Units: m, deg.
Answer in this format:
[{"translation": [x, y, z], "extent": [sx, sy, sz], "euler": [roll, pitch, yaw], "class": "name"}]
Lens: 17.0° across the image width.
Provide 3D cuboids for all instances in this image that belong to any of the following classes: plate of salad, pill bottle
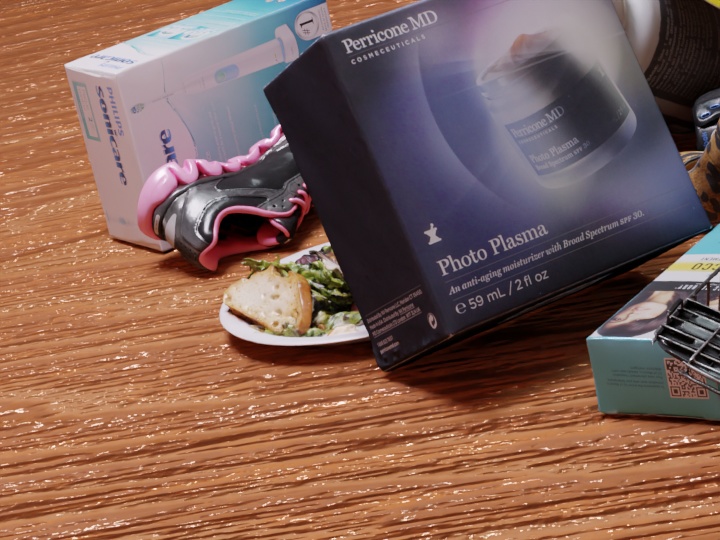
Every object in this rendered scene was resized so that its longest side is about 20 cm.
[{"translation": [0.000, 0.000, 1.621], "extent": [0.199, 0.048, 0.200], "euler": [-12, 19, 4], "class": "plate of salad"}, {"translation": [0.190, -0.168, 1.751], "extent": [0.113, 0.114, 0.200], "euler": [3, -4, 39], "class": "pill bottle"}]

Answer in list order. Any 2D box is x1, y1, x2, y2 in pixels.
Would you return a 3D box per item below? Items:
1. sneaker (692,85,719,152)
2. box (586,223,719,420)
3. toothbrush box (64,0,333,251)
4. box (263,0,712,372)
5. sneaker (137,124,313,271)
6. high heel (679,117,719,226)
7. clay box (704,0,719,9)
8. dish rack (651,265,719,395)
[{"translation": [0.295, -0.095, 1.676], "extent": [0.111, 0.073, 0.200], "euler": [-19, 12, -7], "class": "sneaker"}, {"translation": [0.217, 0.022, 1.417], "extent": [0.082, 0.049, 0.200], "euler": [1, 23, 35], "class": "box"}, {"translation": [-0.112, -0.120, 1.880], "extent": [0.200, 0.147, 0.085], "euler": [-26, 23, -30], "class": "toothbrush box"}, {"translation": [0.077, -0.071, 1.496], "extent": [0.199, 0.199, 0.123], "euler": [-22, -5, -24], "class": "box"}, {"translation": [-0.064, -0.052, 1.800], "extent": [0.199, 0.079, 0.095], "euler": [-24, 44, -27], "class": "sneaker"}, {"translation": [0.246, -0.098, 1.589], "extent": [0.071, 0.143, 0.200], "euler": [-18, 20, -16], "class": "high heel"}, {"translation": [0.279, -0.215, 1.711], "extent": [0.200, 0.048, 0.115], "euler": [31, 28, 21], "class": "clay box"}, {"translation": [0.250, 0.035, 1.286], "extent": [0.153, 0.055, 0.200], "euler": [22, 36, 25], "class": "dish rack"}]
